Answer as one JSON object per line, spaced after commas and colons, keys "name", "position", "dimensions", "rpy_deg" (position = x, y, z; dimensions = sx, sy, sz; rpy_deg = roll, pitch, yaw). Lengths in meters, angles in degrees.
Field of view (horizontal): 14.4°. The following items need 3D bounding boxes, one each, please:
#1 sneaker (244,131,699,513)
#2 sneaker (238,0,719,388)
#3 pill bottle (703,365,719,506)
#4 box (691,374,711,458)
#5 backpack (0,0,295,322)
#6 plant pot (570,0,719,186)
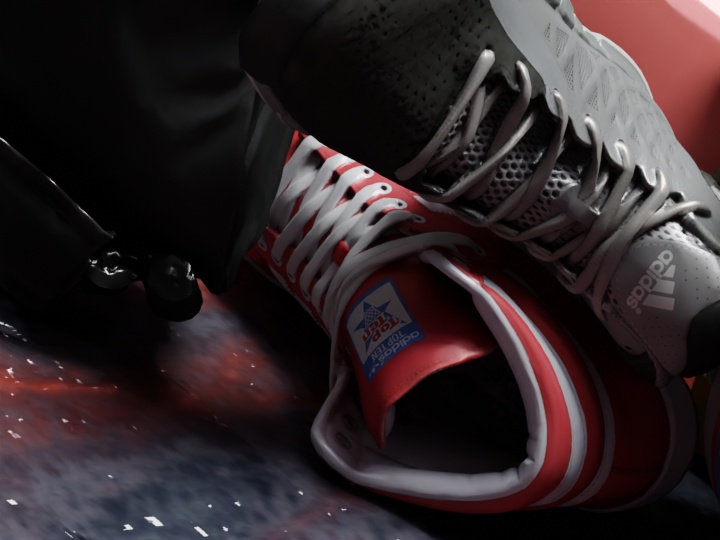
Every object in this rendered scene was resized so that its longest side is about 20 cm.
{"name": "sneaker", "position": [0.000, 0.000, 0.820], "dimensions": [0.200, 0.071, 0.112], "rpy_deg": [38, 17, 22]}
{"name": "sneaker", "position": [0.057, -0.025, 0.754], "dimensions": [0.116, 0.075, 0.200], "rpy_deg": [51, 17, 27]}
{"name": "pill bottle", "position": [0.158, 0.064, 0.790], "dimensions": [0.109, 0.109, 0.200], "rpy_deg": [21, 24, -20]}
{"name": "box", "position": [0.217, 0.070, 0.914], "dimensions": [0.200, 0.041, 0.119], "rpy_deg": [38, 52, 23]}
{"name": "backpack", "position": [-0.112, -0.087, 0.792], "dimensions": [0.200, 0.167, 0.127], "rpy_deg": [14, 9, 7]}
{"name": "plant pot", "position": [0.061, -0.074, 0.950], "dimensions": [0.177, 0.200, 0.200], "rpy_deg": [45, 22, 16]}
